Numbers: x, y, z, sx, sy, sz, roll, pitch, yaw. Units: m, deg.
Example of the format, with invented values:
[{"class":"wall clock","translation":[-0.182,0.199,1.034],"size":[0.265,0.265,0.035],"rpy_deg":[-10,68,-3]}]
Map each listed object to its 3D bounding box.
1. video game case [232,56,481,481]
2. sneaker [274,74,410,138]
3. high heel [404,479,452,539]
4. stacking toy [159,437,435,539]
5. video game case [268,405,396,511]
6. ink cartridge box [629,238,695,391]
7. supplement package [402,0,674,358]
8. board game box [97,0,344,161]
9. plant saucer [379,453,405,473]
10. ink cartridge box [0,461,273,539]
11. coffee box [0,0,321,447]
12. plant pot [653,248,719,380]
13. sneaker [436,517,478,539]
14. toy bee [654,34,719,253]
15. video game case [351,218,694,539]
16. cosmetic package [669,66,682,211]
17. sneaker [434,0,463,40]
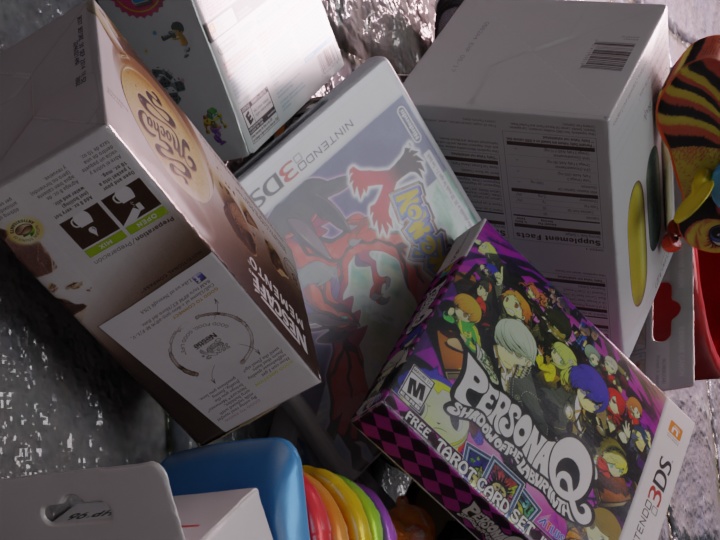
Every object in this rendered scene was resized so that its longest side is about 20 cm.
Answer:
[{"class":"video game case","translation":[0.000,0.000,0.891],"size":[0.182,0.023,0.201],"rpy_deg":[-43,114,-23]},{"class":"sneaker","translation":[0.005,-0.095,0.990],"size":[0.200,0.077,0.079],"rpy_deg":[-48,124,-54]},{"class":"high heel","translation":[0.035,0.167,0.912],"size":[0.142,0.071,0.201],"rpy_deg":[39,58,-54]},{"class":"stacking toy","translation":[-0.020,0.154,0.809],"size":[0.199,0.109,0.117],"rpy_deg":[6,74,-53]},{"class":"video game case","translation":[-0.021,0.212,0.901],"size":[0.183,0.022,0.201],"rpy_deg":[52,39,-41]},{"class":"ink cartridge box","translation":[0.165,0.064,1.087],"size":[0.047,0.199,0.161],"rpy_deg":[55,32,-34]},{"class":"supplement package","translation":[0.129,-0.065,0.994],"size":[0.152,0.150,0.201],"rpy_deg":[-56,145,-44]},{"class":"board game box","translation":[-0.095,-0.182,0.849],"size":[0.148,0.064,0.201],"rpy_deg":[-52,128,-55]},{"class":"plant saucer","translation":[0.020,0.047,1.014],"size":[0.200,0.036,0.202],"rpy_deg":[30,55,-55]},{"class":"ink cartridge box","translation":[-0.093,0.175,0.682],"size":[0.068,0.115,0.201],"rpy_deg":[-37,115,-59]},{"class":"coffee box","translation":[-0.107,-0.019,0.721],"size":[0.200,0.079,0.113],"rpy_deg":[53,13,-39]},{"class":"plant pot","translation":[0.228,0.001,1.249],"size":[0.200,0.181,0.202],"rpy_deg":[29,58,-59]},{"class":"sneaker","translation":[0.088,0.148,0.881],"size":[0.087,0.073,0.201],"rpy_deg":[22,58,-56]},{"class":"toy bee","translation":[0.242,-0.053,0.971],"size":[0.131,0.108,0.201],"rpy_deg":[-24,94,-54]},{"class":"video game case","translation":[0.106,0.092,0.858],"size":[0.200,0.036,0.182],"rpy_deg":[44,43,-9]},{"class":"cosmetic package","translation":[0.216,-0.092,1.111],"size":[0.107,0.199,0.091],"rpy_deg":[68,33,-42]},{"class":"sneaker","translation":[0.089,-0.131,1.152],"size":[0.114,0.075,0.202],"rpy_deg":[-31,111,-63]}]
